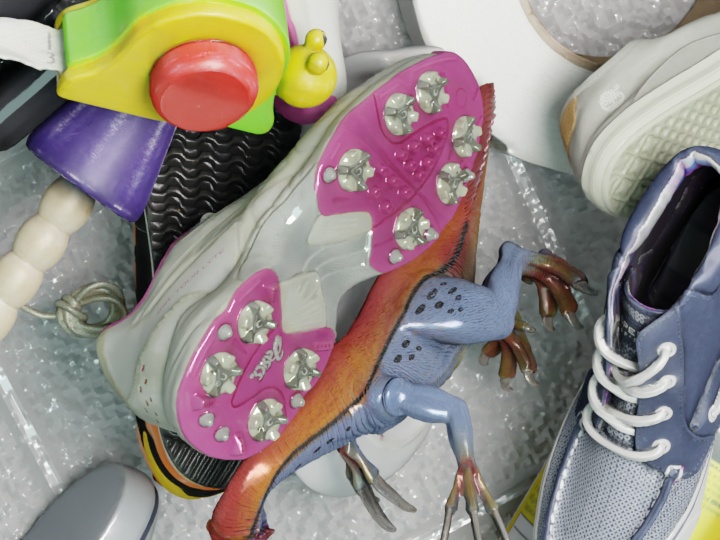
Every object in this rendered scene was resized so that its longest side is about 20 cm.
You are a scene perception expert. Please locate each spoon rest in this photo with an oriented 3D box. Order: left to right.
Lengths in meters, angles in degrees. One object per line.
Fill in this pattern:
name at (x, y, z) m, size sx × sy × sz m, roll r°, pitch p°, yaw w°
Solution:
spoon rest at (0.000, 0.000, 1.112) m, size 0.099 × 0.060 × 0.202 m, roll -9°, pitch 108°, yaw -47°

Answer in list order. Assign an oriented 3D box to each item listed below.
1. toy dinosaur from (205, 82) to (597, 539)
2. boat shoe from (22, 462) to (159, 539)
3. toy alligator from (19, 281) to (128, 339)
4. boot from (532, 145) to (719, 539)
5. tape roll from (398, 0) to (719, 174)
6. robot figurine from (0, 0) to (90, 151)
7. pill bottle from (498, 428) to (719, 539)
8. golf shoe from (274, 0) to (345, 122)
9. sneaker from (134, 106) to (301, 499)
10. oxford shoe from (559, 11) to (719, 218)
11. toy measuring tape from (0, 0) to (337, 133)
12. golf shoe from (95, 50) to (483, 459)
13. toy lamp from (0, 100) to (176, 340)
toy dinosaur at (0.002, 0.043, 1.053) m, size 0.181 × 0.105 × 0.201 m, roll -13°, pitch 74°, yaw -35°
boat shoe at (-0.136, 0.178, 1.122) m, size 0.070 × 0.071 × 0.201 m, roll 30°, pitch 97°, yaw -25°
toy alligator at (-0.199, 0.006, 1.077) m, size 0.198 × 0.054 × 0.060 m, roll 6°, pitch 99°, yaw -15°
boot at (0.113, 0.045, 1.044) m, size 0.072 × 0.090 × 0.201 m, roll 23°, pitch 91°, yaw 29°
tape roll at (0.113, -0.141, 1.119) m, size 0.201 × 0.037 × 0.205 m, roll -3°, pitch 102°, yaw -12°
robot figurine at (-0.173, -0.139, 1.011) m, size 0.200 × 0.150 × 0.125 m, roll -43°, pitch 145°, yaw 2°
pill bottle at (0.114, 0.141, 1.141) m, size 0.114 × 0.114 × 0.201 m, roll 29°, pitch 95°, yaw -16°
golf shoe at (-0.025, -0.164, 1.050) m, size 0.091 × 0.075 × 0.202 m, roll -16°, pitch 96°, yaw -22°
sneaker at (-0.072, -0.001, 1.096) m, size 0.069 × 0.090 × 0.202 m, roll 6°, pitch 75°, yaw -20°
oxford shoe at (0.166, -0.090, 1.091) m, size 0.199 × 0.058 × 0.076 m, roll -28°, pitch 134°, yaw -19°
toy measuring tape at (-0.095, -0.098, 0.958) m, size 0.199 × 0.074 × 0.074 m, roll 12°, pitch 100°, yaw -25°
golf shoe at (-0.030, -0.017, 1.016) m, size 0.200 × 0.091 × 0.076 m, roll -50°, pitch 128°, yaw -24°
toy lamp at (-0.143, 0.008, 1.033) m, size 0.058 × 0.058 × 0.201 m, roll 34°, pitch 89°, yaw -17°
